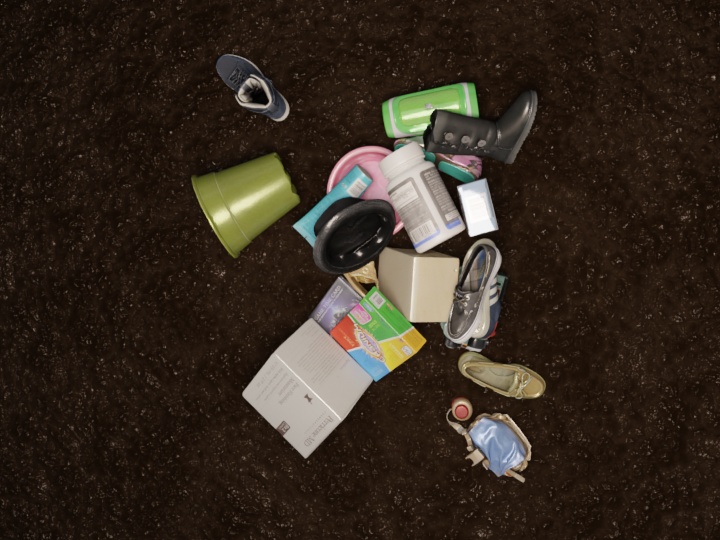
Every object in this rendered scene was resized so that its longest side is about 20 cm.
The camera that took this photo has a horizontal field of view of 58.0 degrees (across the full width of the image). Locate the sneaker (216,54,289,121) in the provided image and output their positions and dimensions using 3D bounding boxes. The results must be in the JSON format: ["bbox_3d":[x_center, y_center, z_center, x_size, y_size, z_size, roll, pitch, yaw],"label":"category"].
[{"bbox_3d":[-0.253,-0.411,1.413,0.201,0.146,0.077,39,102,6],"label":"sneaker"}]

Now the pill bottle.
[{"bbox_3d":[0.121,-0.149,1.320,0.112,0.114,0.203,-27,88,12],"label":"pill bottle"}]

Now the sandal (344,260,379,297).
[{"bbox_3d":[-0.002,-0.001,1.427,0.211,0.078,0.070,44,95,20],"label":"sandal"}]

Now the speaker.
[{"bbox_3d":[0.148,-0.337,1.374,0.196,0.088,0.091,-9,94,11],"label":"speaker"}]

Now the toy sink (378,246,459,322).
[{"bbox_3d":[0.121,0.024,1.387,0.110,0.200,0.134,1,97,-19],"label":"toy sink"}]

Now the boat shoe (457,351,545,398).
[{"bbox_3d":[0.306,0.232,1.397,0.197,0.063,0.074,23,101,-3],"label":"boat shoe"}]

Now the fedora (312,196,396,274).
[{"bbox_3d":[-0.026,-0.088,1.357,0.201,0.200,0.092,-48,51,11],"label":"fedora"}]

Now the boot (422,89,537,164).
[{"bbox_3d":[0.239,-0.301,1.313,0.196,0.066,0.167,10,129,-8],"label":"boot"}]

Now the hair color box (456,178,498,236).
[{"bbox_3d":[0.234,-0.127,1.317,0.059,0.200,0.101,-14,93,10],"label":"hair color box"}]

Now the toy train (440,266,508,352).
[{"bbox_3d":[0.243,0.077,1.399,0.112,0.085,0.204,14,98,-1],"label":"toy train"}]

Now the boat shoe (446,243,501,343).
[{"bbox_3d":[0.211,0.042,1.263,0.069,0.066,0.203,30,96,41],"label":"boat shoe"}]

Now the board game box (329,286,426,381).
[{"bbox_3d":[0.032,0.138,1.365,0.153,0.040,0.200,45,145,3],"label":"board game box"}]

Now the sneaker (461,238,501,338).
[{"bbox_3d":[0.254,0.040,1.329,0.074,0.084,0.205,1,78,40],"label":"sneaker"}]

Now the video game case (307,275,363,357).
[{"bbox_3d":[-0.009,0.127,1.457,0.199,0.019,0.143,42,122,5],"label":"video game case"}]

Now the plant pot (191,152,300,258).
[{"bbox_3d":[-0.238,-0.161,1.424,0.187,0.200,0.203,-27,90,1],"label":"plant pot"}]

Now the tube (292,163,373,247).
[{"bbox_3d":[-0.055,-0.138,1.401,0.077,0.050,0.200,44,105,-1],"label":"tube"}]

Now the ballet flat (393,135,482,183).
[{"bbox_3d":[0.169,-0.250,1.391,0.196,0.069,0.072,21,67,0],"label":"ballet flat"}]

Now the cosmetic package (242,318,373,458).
[{"bbox_3d":[-0.113,0.253,1.415,0.200,0.165,0.165,43,125,5],"label":"cosmetic package"}]

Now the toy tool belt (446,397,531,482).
[{"bbox_3d":[0.274,0.362,1.396,0.200,0.123,0.125,42,101,5],"label":"toy tool belt"}]

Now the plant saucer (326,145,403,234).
[{"bbox_3d":[0.026,-0.168,1.430,0.196,0.051,0.205,1,95,11],"label":"plant saucer"}]
